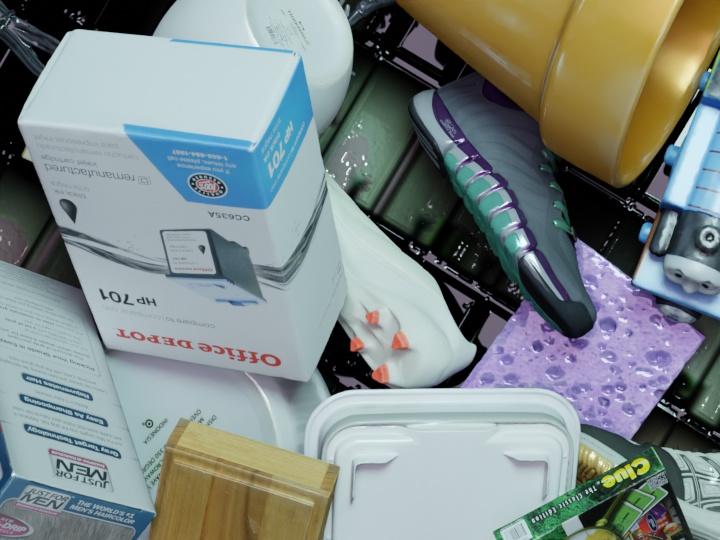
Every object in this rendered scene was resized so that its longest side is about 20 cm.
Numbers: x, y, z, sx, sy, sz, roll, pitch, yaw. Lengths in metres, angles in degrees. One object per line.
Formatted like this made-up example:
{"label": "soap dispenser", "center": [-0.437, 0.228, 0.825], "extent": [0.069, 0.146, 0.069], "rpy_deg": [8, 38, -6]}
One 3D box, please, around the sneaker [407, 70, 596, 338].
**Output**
{"label": "sneaker", "center": [0.111, -0.055, 1.013], "extent": [0.087, 0.075, 0.201], "rpy_deg": [-31, 67, -2]}

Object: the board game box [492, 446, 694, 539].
{"label": "board game box", "center": [0.158, 0.193, 0.946], "extent": [0.104, 0.201, 0.024], "rpy_deg": [-27, 42, 4]}

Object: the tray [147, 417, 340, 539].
{"label": "tray", "center": [-0.082, 0.193, 0.938], "extent": [0.098, 0.037, 0.202], "rpy_deg": [16, 116, 4]}

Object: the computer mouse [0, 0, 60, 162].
{"label": "computer mouse", "center": [-0.288, -0.101, 1.123], "extent": [0.140, 0.046, 0.201], "rpy_deg": [31, 87, 7]}

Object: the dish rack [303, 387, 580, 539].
{"label": "dish rack", "center": [0.048, 0.170, 0.951], "extent": [0.169, 0.044, 0.202], "rpy_deg": [0, 111, -5]}

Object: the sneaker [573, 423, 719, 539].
{"label": "sneaker", "center": [0.215, 0.141, 0.993], "extent": [0.199, 0.076, 0.088], "rpy_deg": [29, 63, 1]}

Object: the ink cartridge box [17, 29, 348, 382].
{"label": "ink cartridge box", "center": [-0.098, -0.036, 0.933], "extent": [0.145, 0.201, 0.086], "rpy_deg": [8, 49, 17]}

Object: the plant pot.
{"label": "plant pot", "center": [0.126, -0.181, 0.971], "extent": [0.182, 0.200, 0.202], "rpy_deg": [29, 92, 16]}

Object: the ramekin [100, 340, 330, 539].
{"label": "ramekin", "center": [-0.117, 0.120, 1.046], "extent": [0.200, 0.094, 0.205], "rpy_deg": [-1, 86, 11]}

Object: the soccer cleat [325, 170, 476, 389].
{"label": "soccer cleat", "center": [0.000, 0.000, 1.052], "extent": [0.201, 0.077, 0.070], "rpy_deg": [54, 126, 27]}

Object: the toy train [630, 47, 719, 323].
{"label": "toy train", "center": [0.231, -0.065, 0.977], "extent": [0.086, 0.114, 0.202], "rpy_deg": [22, 85, 12]}

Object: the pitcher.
{"label": "pitcher", "center": [-0.079, -0.089, 1.010], "extent": [0.200, 0.121, 0.173], "rpy_deg": [-33, 89, 48]}

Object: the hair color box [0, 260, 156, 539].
{"label": "hair color box", "center": [-0.199, 0.081, 0.945], "extent": [0.061, 0.099, 0.201], "rpy_deg": [-50, 41, 21]}

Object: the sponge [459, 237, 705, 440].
{"label": "sponge", "center": [0.125, 0.090, 1.034], "extent": [0.111, 0.030, 0.201], "rpy_deg": [37, 93, 10]}

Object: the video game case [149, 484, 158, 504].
{"label": "video game case", "center": [-0.029, 0.213, 0.995], "extent": [0.180, 0.023, 0.202], "rpy_deg": [-8, 114, -2]}

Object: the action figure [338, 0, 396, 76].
{"label": "action figure", "center": [-0.013, -0.212, 1.050], "extent": [0.119, 0.102, 0.200], "rpy_deg": [40, 120, 3]}
